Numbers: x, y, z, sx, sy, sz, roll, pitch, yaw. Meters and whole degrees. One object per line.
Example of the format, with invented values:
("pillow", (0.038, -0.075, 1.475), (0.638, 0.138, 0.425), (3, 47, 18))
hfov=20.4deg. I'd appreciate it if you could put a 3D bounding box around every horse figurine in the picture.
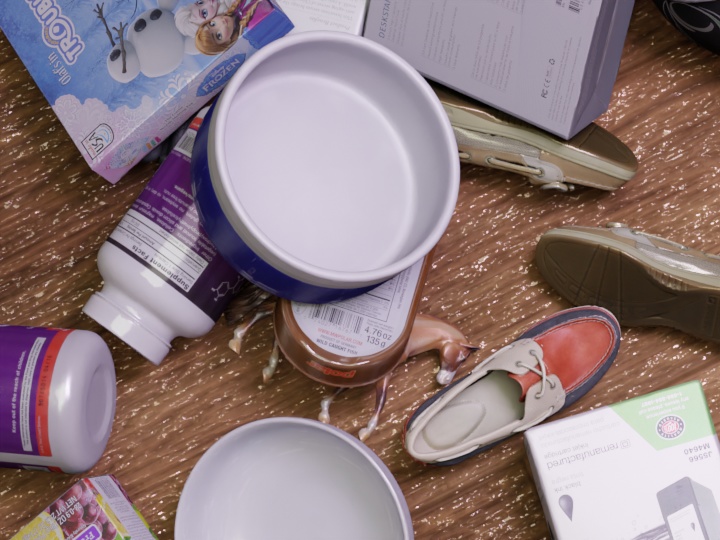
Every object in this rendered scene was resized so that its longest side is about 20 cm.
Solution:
("horse figurine", (-0.019, 0.052, 1.624), (0.199, 0.050, 0.133), (33, 71, 16))

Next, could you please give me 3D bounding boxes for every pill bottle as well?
("pill bottle", (-0.136, -0.026, 1.619), (0.112, 0.112, 0.200), (34, 84, 10))
("pill bottle", (-0.303, 0.098, 1.595), (0.199, 0.112, 0.113), (4, 79, 11))

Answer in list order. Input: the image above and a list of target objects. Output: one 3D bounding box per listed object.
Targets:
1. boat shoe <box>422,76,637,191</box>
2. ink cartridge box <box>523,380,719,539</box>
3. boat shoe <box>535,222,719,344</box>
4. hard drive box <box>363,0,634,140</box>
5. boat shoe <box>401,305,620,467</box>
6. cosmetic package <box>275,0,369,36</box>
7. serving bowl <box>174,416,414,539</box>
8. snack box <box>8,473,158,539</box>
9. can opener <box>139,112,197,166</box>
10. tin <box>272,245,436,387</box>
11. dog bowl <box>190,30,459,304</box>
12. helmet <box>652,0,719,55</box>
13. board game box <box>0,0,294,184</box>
("boat shoe", (0.125, -0.100, 1.633), (0.199, 0.073, 0.063), (17, 116, 3))
("ink cartridge box", (0.224, 0.204, 1.562), (0.145, 0.084, 0.201), (-17, 78, 1))
("boat shoe", (0.241, 0.003, 1.615), (0.199, 0.074, 0.063), (14, 38, 10))
("hard drive box", (0.111, -0.219, 1.586), (0.199, 0.077, 0.157), (27, 126, 22))
("boat shoe", (0.121, 0.094, 1.594), (0.199, 0.063, 0.071), (-30, 86, 2))
("cosmetic package", (-0.031, -0.250, 1.675), (0.101, 0.071, 0.201), (15, 80, 7))
("serving bowl", (-0.045, 0.212, 1.577), (0.199, 0.066, 0.202), (1, 92, 21))
("snack box", (-0.210, 0.290, 1.569), (0.168, 0.068, 0.200), (-40, 79, 12))
("can opener", (-0.144, -0.185, 1.668), (0.053, 0.067, 0.201), (16, 76, -29))
("tin", (0.000, 0.000, 1.604), (0.111, 0.042, 0.201), (20, 57, -4))
("dog bowl", (-0.028, -0.078, 1.544), (0.199, 0.079, 0.201), (6, 73, -20))
("helmet", (0.328, -0.255, 1.590), (0.199, 0.190, 0.201), (-14, 70, 41))
("board game box", (-0.184, -0.209, 1.648), (0.199, 0.043, 0.200), (-41, 62, 8))
